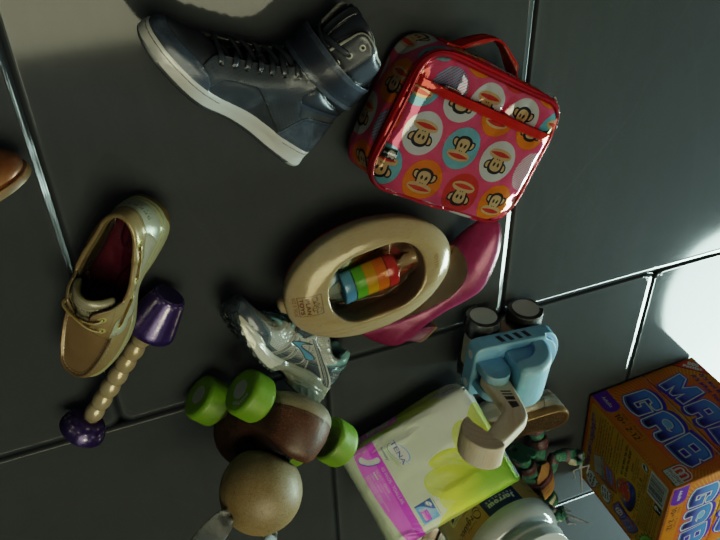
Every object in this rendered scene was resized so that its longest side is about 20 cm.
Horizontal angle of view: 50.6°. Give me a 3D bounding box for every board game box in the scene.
[{"bbox_3d":[0.498,0.301,1.213,0.200,0.200,0.200,-17,129,-14],"label":"board game box"}]

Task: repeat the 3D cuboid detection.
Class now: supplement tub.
[{"bbox_3d":[0.190,0.359,1.099,0.144,0.200,0.145,-13,121,-23],"label":"supplement tub"}]

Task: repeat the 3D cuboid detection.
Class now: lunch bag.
[{"bbox_3d":[0.102,-0.151,0.776,0.200,0.082,0.176,13,113,-34],"label":"lunch bag"}]

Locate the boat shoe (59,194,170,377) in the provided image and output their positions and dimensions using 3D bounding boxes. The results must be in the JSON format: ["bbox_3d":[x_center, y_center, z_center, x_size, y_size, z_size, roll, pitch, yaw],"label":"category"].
[{"bbox_3d":[-0.249,0.021,0.723,0.074,0.066,0.200,26,107,6],"label":"boat shoe"}]

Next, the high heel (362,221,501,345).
[{"bbox_3d":[0.081,0.012,0.892,0.096,0.067,0.200,7,134,-42],"label":"high heel"}]

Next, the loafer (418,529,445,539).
[{"bbox_3d":[0.072,0.460,1.226,0.063,0.072,0.200,21,107,-17],"label":"loafer"}]

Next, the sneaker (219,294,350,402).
[{"bbox_3d":[-0.081,0.072,0.865,0.086,0.078,0.200,-46,138,-5],"label":"sneaker"}]

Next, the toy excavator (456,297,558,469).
[{"bbox_3d":[0.180,0.140,0.943,0.194,0.200,0.100,-10,127,-19],"label":"toy excavator"}]

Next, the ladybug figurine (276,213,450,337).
[{"bbox_3d":[0.000,0.000,0.834,0.200,0.072,0.136,-17,123,-17],"label":"ladybug figurine"}]

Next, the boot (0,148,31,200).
[{"bbox_3d":[-0.373,-0.109,0.582,0.200,0.074,0.155,-16,125,-18],"label":"boot"}]

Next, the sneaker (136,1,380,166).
[{"bbox_3d":[-0.074,-0.190,0.650,0.146,0.077,0.202,-39,142,20],"label":"sneaker"}]

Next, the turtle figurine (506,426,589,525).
[{"bbox_3d":[0.291,0.323,1.188,0.101,0.150,0.200,-10,125,28],"label":"turtle figurine"}]

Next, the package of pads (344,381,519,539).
[{"bbox_3d":[0.090,0.259,1.032,0.200,0.068,0.155,-30,90,-2],"label":"package of pads"}]

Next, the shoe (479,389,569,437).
[{"bbox_3d":[0.204,0.219,1.116,0.200,0.053,0.070,-11,142,-12],"label":"shoe"}]

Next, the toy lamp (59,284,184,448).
[{"bbox_3d":[-0.250,0.100,0.806,0.058,0.058,0.200,24,114,-36],"label":"toy lamp"}]

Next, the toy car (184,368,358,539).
[{"bbox_3d":[-0.120,0.237,0.850,0.158,0.200,0.164,-15,139,43],"label":"toy car"}]
